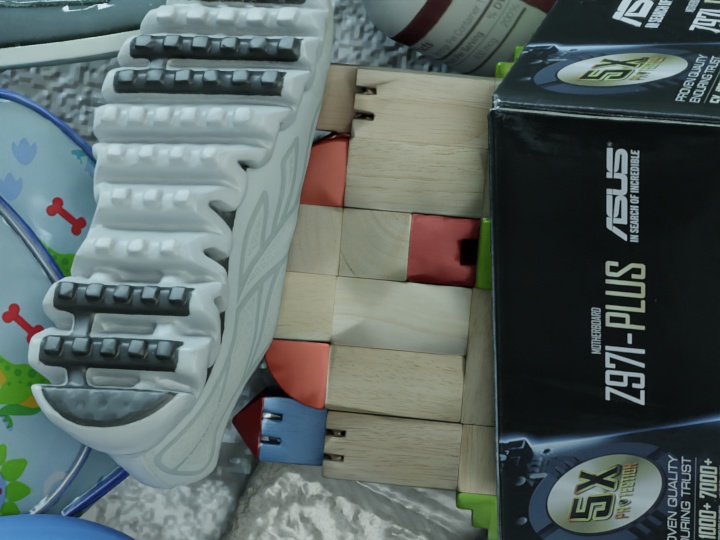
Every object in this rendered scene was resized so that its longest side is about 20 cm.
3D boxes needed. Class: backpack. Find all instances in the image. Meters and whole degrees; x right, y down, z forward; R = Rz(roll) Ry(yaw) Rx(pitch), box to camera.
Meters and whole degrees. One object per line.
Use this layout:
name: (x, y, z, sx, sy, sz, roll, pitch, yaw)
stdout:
backpack: (-0.165, 0.032, 0.849, 0.200, 0.147, 0.183, -35, 101, -20)

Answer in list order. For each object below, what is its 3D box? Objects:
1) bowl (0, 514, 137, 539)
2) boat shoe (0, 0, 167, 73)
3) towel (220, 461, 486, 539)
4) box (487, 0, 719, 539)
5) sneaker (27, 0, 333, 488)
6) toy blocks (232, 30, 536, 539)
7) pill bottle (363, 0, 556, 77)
bowl: (-0.131, 0.179, 0.812, 0.200, 0.039, 0.201, -17, 125, -26)
boat shoe: (-0.113, -0.108, 0.887, 0.199, 0.073, 0.062, -9, 95, 5)
towel: (0.049, 0.114, 0.960, 0.200, 0.034, 0.133, 29, 79, -12)
box: (0.109, -0.017, 0.809, 0.086, 0.200, 0.164, 6, 118, 17)
sneaker: (-0.054, -0.019, 0.818, 0.075, 0.081, 0.200, 7, 63, 23)
toy blocks: (0.000, 0.000, 0.877, 0.136, 0.100, 0.201, 5, 96, 2)
pill bottle: (0.071, -0.126, 0.937, 0.200, 0.114, 0.114, 25, 81, -13)
